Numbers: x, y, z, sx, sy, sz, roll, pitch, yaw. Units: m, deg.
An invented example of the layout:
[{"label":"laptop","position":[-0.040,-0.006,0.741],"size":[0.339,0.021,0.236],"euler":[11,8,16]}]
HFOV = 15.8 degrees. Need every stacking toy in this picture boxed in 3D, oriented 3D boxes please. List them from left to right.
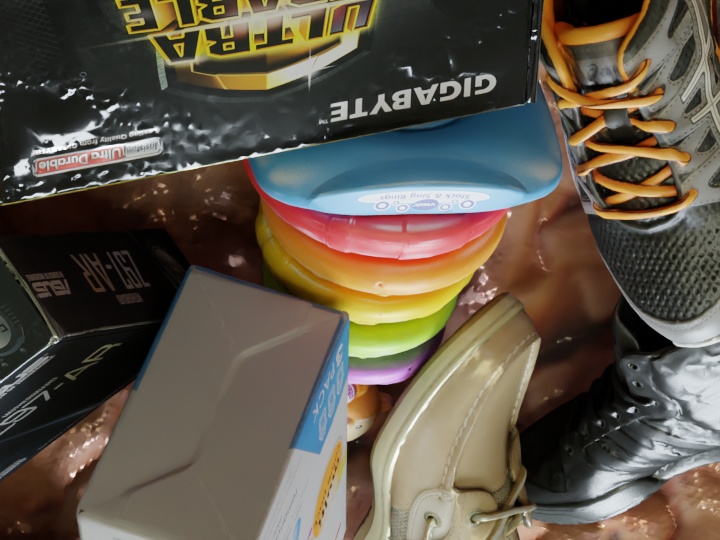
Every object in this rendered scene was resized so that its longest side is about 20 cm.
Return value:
[{"label":"stacking toy","position":[0.000,0.000,1.003],"size":[0.116,0.110,0.200],"euler":[-1,136,-13]}]

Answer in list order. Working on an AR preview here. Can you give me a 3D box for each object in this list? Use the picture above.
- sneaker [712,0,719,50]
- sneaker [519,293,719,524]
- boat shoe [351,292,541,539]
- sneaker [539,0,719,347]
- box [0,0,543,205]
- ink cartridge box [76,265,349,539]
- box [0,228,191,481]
[{"label":"sneaker","position":[0.166,-0.048,0.996],"size":[0.078,0.082,0.201],"euler":[-11,126,-3]},{"label":"sneaker","position":[0.122,0.037,1.028],"size":[0.199,0.060,0.104],"euler":[-17,133,32]},{"label":"boat shoe","position":[0.042,0.093,1.055],"size":[0.065,0.072,0.200],"euler":[37,133,19]},{"label":"sneaker","position":[0.097,-0.067,0.934],"size":[0.078,0.077,0.201],"euler":[-9,100,30]},{"label":"box","position":[-0.036,-0.111,0.855],"size":[0.199,0.049,0.160],"euler":[-11,133,-14]},{"label":"ink cartridge box","position":[-0.052,0.107,1.002],"size":[0.068,0.115,0.200],"euler":[16,146,10]},{"label":"box","position":[-0.165,0.059,0.974],"size":[0.200,0.160,0.044],"euler":[-37,82,14]}]
